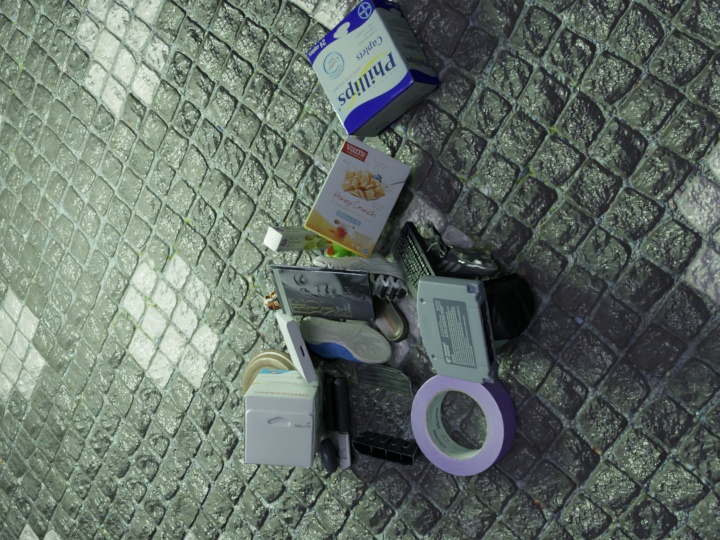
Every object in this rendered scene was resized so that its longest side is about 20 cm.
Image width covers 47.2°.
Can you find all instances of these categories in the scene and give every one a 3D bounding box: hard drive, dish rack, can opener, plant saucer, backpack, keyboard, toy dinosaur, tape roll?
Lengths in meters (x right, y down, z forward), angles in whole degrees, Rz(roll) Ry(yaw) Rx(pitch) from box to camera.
[{"bbox_3d":[-0.137,0.157,1.741,0.026,0.200,0.133,-21,97,-9],"label":"hard drive"},{"bbox_3d":[0.048,0.291,1.688,0.152,0.054,0.202,6,115,32],"label":"dish rack"},{"bbox_3d":[-0.057,0.334,1.776,0.053,0.067,0.202,-2,95,33],"label":"can opener"},{"bbox_3d":[-0.200,0.282,1.889,0.199,0.029,0.202,4,97,34],"label":"plant saucer"},{"bbox_3d":[0.206,0.090,1.527,0.199,0.166,0.128,-15,92,40],"label":"backpack"},{"bbox_3d":[0.116,-0.028,1.555,0.127,0.020,0.201,-55,35,24],"label":"keyboard"},{"bbox_3d":[-0.119,0.048,1.738,0.199,0.135,0.103,5,101,41],"label":"toy dinosaur"},{"bbox_3d":[0.199,0.292,1.604,0.199,0.065,0.202,4,97,33],"label":"tape roll"}]

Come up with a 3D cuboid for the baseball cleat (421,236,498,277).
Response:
[{"bbox_3d":[0.177,-0.002,1.592,0.199,0.069,0.107,23,114,40],"label":"baseball cleat"}]

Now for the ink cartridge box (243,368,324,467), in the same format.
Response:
[{"bbox_3d":[-0.158,0.306,1.734,0.145,0.200,0.147,3,98,3],"label":"ink cartridge box"}]

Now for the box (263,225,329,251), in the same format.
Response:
[{"bbox_3d":[-0.115,-0.066,1.689,0.039,0.199,0.042,34,110,29],"label":"box"}]

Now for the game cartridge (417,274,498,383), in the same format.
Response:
[{"bbox_3d":[0.166,0.102,1.447,0.132,0.041,0.201,5,121,32],"label":"game cartridge"}]

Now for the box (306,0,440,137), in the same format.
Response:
[{"bbox_3d":[0.023,-0.395,1.616,0.183,0.105,0.201,-34,77,32],"label":"box"}]

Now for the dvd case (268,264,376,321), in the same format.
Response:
[{"bbox_3d":[-0.073,0.046,1.641,0.198,0.016,0.149,4,141,13],"label":"dvd case"}]

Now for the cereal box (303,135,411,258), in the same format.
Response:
[{"bbox_3d":[-0.006,-0.143,1.611,0.143,0.040,0.201,25,85,-7],"label":"cereal box"}]

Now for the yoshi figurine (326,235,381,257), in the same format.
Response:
[{"bbox_3d":[-0.008,-0.098,1.695,0.111,0.112,0.201,20,94,-12],"label":"yoshi figurine"}]

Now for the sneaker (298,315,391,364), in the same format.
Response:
[{"bbox_3d":[-0.031,0.157,1.739,0.198,0.111,0.077,13,69,5],"label":"sneaker"}]

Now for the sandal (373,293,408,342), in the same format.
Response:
[{"bbox_3d":[0.021,0.068,1.701,0.082,0.054,0.201,-44,72,29],"label":"sandal"}]

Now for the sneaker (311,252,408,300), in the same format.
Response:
[{"bbox_3d":[0.000,0.000,1.648,0.075,0.198,0.082,122,159,-58],"label":"sneaker"}]
